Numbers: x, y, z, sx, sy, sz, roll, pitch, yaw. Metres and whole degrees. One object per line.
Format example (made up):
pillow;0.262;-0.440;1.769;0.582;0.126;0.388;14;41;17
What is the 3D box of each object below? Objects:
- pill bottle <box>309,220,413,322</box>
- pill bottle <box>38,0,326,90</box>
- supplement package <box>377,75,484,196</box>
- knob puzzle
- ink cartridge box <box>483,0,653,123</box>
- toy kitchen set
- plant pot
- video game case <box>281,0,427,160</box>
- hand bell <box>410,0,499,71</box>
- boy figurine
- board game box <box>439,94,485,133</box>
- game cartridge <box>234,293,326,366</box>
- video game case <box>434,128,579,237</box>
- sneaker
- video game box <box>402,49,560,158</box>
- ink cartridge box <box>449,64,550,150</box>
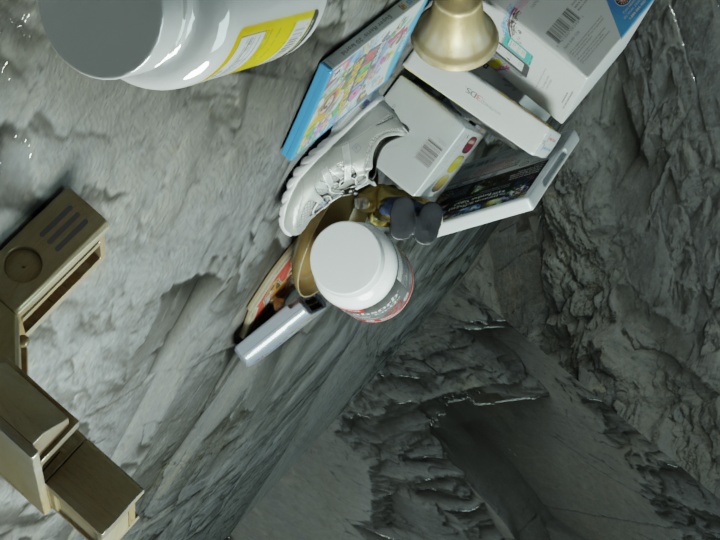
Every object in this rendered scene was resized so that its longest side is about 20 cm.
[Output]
pill bottle;0.000;0.000;1.858;0.116;0.116;0.200;-51;164;1
pill bottle;-0.104;-0.170;0.846;0.112;0.111;0.200;-54;172;25
supplement package;0.080;-0.174;1.852;0.114;0.109;0.200;-52;172;10
knob puzzle;-0.088;0.000;1.975;0.220;0.030;0.220;-50;171;-10
ink cartridge box;0.226;-0.317;1.713;0.147;0.199;0.146;-48;173;-14
toy kitchen set;-0.202;0.061;1.003;0.181;0.199;0.163;-47;172;-22
plant pot;-0.039;-0.058;1.896;0.201;0.027;0.201;-55;165;-23
video game case;-0.004;-0.216;1.527;0.200;0.018;0.144;-45;169;-41
hand bell;0.108;-0.324;1.535;0.104;0.104;0.201;-47;158;-25
boy figurine;0.045;-0.081;1.882;0.200;0.123;0.065;-152;-108;-74
board game box;0.162;-0.240;2.193;0.200;0.061;0.200;-48;170;-25
game cartridge;-0.119;0.086;2.047;0.133;0.042;0.200;-43;177;7
video game case;0.186;-0.116;1.922;0.198;0.023;0.182;-15;-155;40
sneaker;-0.022;-0.116;1.643;0.201;0.082;0.075;-52;172;8
video game box;0.160;-0.217;1.797;0.047;0.199;0.182;-56;172;12
ink cartridge box;0.226;-0.291;1.962;0.201;0.146;0.083;-51;143;-1
